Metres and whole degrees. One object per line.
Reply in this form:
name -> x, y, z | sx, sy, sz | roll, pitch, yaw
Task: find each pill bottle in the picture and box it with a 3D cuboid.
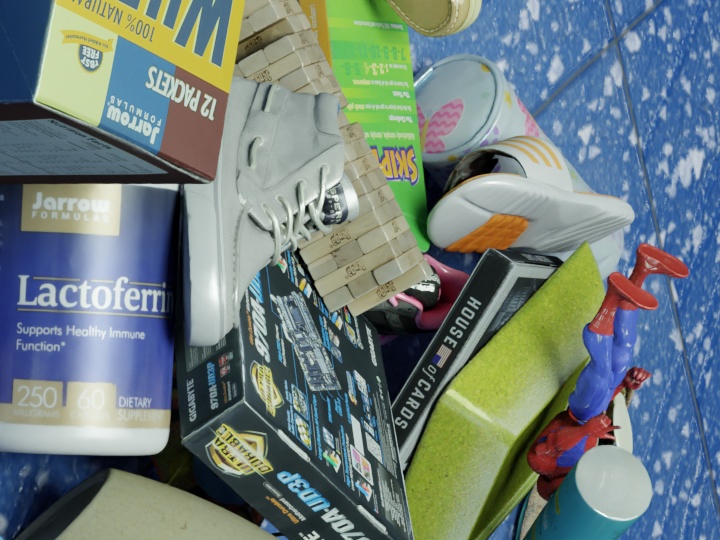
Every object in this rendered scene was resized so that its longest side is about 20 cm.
pill bottle -> -0.152, -0.007, 1.389 | 0.115, 0.115, 0.201 | 5, 87, -55

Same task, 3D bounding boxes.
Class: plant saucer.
plant saucer -> 0.089, 0.108, 1.713 | 0.200, 0.048, 0.200 | -43, 160, -46

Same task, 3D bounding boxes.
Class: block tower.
block tower -> -0.030, -0.072, 1.542 | 0.201, 0.054, 0.058 | 63, 18, -1

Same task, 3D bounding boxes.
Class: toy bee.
toy bee -> -0.088, 0.120, 1.512 | 0.201, 0.108, 0.131 | 63, 18, 12

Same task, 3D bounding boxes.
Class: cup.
cup -> -0.121, 0.190, 1.403 | 0.143, 0.200, 0.200 | 49, 47, -10

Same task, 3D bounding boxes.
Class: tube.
tube -> 0.122, 0.177, 1.687 | 0.078, 0.050, 0.200 | -60, -179, -37

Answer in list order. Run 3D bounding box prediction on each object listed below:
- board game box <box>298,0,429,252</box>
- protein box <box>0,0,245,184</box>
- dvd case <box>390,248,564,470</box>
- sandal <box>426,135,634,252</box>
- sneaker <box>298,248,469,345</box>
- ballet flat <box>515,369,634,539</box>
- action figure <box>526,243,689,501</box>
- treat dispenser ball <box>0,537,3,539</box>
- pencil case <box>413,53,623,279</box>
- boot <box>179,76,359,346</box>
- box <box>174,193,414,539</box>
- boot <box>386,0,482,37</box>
board game box -> 0.001, -0.112, 1.642 | 0.095, 0.030, 0.201 | 21, 56, -54
protein box -> -0.170, -0.153, 1.280 | 0.135, 0.199, 0.200 | 24, 71, -53
dvd case -> 0.071, 0.056, 1.687 | 0.151, 0.025, 0.200 | -59, 166, 7
sandal -> 0.100, -0.050, 1.691 | 0.206, 0.079, 0.060 | 7, 59, -58
sneaker -> 0.000, 0.000, 1.631 | 0.200, 0.095, 0.080 | 19, 79, -54
ballet flat -> 0.154, 0.155, 1.886 | 0.068, 0.067, 0.201 | 26, 70, -52
action figure -> 0.146, 0.075, 1.641 | 0.065, 0.052, 0.201 | -48, 166, -45
treat dispenser ball -> -0.235, 0.189, 1.199 | 0.200, 0.200, 0.202 | -3, 94, -55
pencil case -> 0.101, -0.060, 1.782 | 0.200, 0.083, 0.091 | 45, 15, -47
boot -> -0.047, -0.036, 1.426 | 0.201, 0.095, 0.074 | -91, -174, -47
box -> -0.040, 0.061, 1.482 | 0.159, 0.046, 0.201 | 46, 22, -35
boot -> -0.023, -0.206, 1.571 | 0.155, 0.073, 0.201 | -37, 99, -48
